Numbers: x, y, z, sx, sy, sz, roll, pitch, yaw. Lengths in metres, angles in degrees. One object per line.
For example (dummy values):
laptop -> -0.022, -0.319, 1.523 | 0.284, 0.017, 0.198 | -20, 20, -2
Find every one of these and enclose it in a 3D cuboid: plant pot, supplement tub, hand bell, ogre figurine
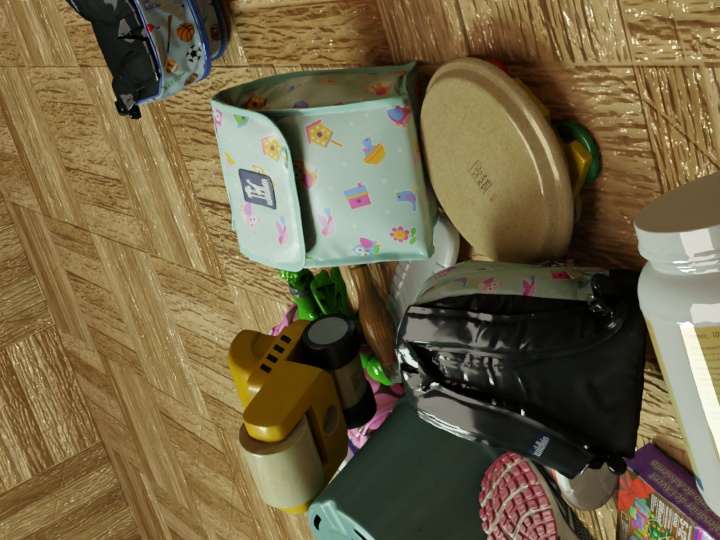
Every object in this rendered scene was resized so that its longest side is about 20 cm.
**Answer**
plant pot -> 0.064, 0.230, 1.255 | 0.200, 0.196, 0.201 | 35, 148, 26
supplement tub -> 0.259, 0.044, 0.783 | 0.144, 0.144, 0.202 | 6, 120, 62
hand bell -> 0.000, 0.000, 1.275 | 0.104, 0.103, 0.202 | -30, 78, 66
ogre figurine -> -0.008, 0.067, 1.392 | 0.198, 0.099, 0.120 | 17, 157, -4

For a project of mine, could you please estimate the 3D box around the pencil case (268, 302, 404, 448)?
pencil case -> -0.021, 0.123, 1.486 | 0.200, 0.093, 0.091 | 48, 138, 27

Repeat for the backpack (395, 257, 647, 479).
backpack -> 0.130, 0.066, 1.010 | 0.198, 0.127, 0.169 | 5, 106, 16

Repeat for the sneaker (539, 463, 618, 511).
sneaker -> 0.168, 0.125, 1.138 | 0.082, 0.077, 0.202 | 19, 130, 66

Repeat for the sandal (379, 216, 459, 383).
sandal -> 0.066, 0.027, 1.268 | 0.083, 0.049, 0.204 | 63, 143, 40

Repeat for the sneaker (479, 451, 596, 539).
sneaker -> 0.180, 0.258, 1.147 | 0.081, 0.074, 0.201 | -45, 63, 28

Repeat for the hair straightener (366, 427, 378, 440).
hair straightener -> 0.046, 0.250, 1.420 | 0.201, 0.041, 0.077 | 62, 173, -31

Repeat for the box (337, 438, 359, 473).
box -> -0.001, 0.215, 1.605 | 0.137, 0.037, 0.201 | 54, 154, 22

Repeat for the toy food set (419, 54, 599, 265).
toy food set -> 0.119, -0.086, 1.055 | 0.198, 0.048, 0.201 | 52, 153, 24

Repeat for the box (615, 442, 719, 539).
box -> 0.281, 0.265, 1.085 | 0.137, 0.039, 0.201 | 39, 146, 43

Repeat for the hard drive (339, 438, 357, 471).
hard drive -> 0.021, 0.287, 1.491 | 0.200, 0.025, 0.133 | 53, 167, 45

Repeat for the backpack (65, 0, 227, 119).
backpack -> -0.242, -0.287, 1.462 | 0.201, 0.153, 0.190 | 66, 165, -19

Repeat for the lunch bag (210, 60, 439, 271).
lunch bag -> -0.036, -0.094, 1.161 | 0.122, 0.198, 0.172 | -76, -21, -59

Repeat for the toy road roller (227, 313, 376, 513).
toy road roller -> -0.083, 0.138, 1.289 | 0.145, 0.200, 0.124 | 7, 132, 28
